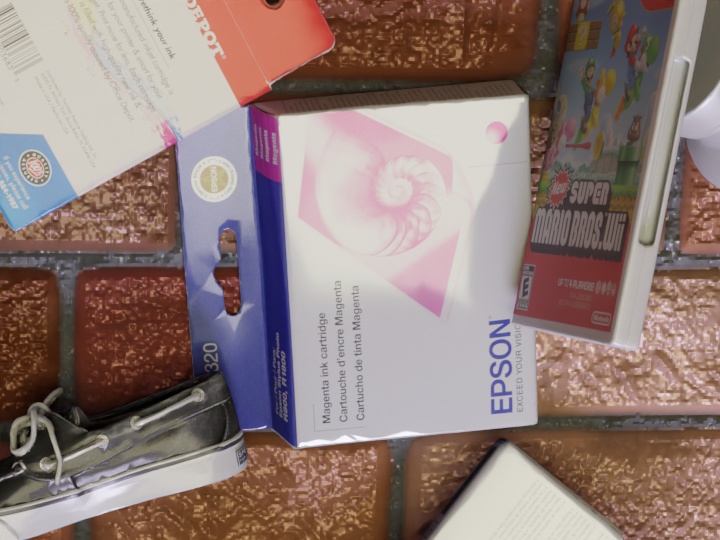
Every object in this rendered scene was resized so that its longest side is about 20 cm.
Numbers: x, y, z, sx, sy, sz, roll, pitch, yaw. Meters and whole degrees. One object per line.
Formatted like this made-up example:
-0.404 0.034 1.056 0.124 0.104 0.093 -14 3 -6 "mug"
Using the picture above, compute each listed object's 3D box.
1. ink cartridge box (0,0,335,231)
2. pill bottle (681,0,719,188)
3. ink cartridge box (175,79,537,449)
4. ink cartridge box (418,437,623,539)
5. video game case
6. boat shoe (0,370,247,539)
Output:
-0.127 -0.123 1.154 0.199 0.067 0.117 -29 106 -2 "ink cartridge box"
0.248 -0.081 1.179 0.199 0.112 0.113 23 102 -30 "pill bottle"
0.000 0.000 1.227 0.198 0.043 0.198 -6 107 -8 "ink cartridge box"
0.089 0.229 1.266 0.173 0.044 0.200 39 87 -1 "ink cartridge box"
0.131 -0.063 1.150 0.017 0.143 0.202 12 90 -17 "video game case"
-0.165 0.104 1.217 0.197 0.074 0.069 -14 100 0 "boat shoe"
